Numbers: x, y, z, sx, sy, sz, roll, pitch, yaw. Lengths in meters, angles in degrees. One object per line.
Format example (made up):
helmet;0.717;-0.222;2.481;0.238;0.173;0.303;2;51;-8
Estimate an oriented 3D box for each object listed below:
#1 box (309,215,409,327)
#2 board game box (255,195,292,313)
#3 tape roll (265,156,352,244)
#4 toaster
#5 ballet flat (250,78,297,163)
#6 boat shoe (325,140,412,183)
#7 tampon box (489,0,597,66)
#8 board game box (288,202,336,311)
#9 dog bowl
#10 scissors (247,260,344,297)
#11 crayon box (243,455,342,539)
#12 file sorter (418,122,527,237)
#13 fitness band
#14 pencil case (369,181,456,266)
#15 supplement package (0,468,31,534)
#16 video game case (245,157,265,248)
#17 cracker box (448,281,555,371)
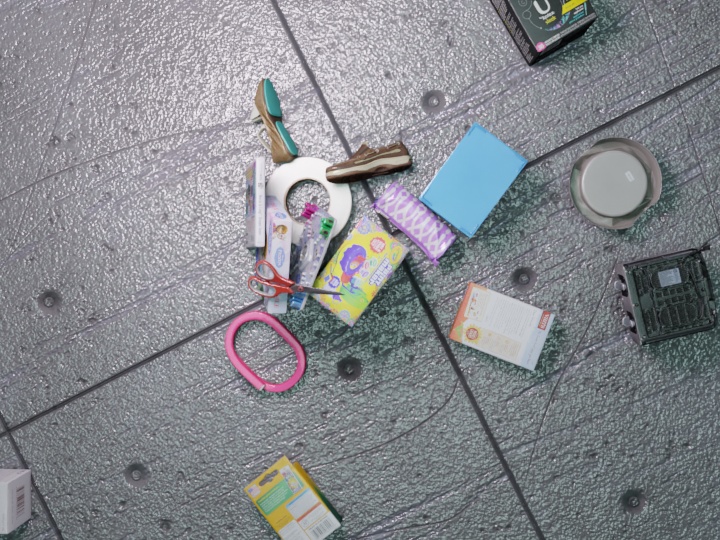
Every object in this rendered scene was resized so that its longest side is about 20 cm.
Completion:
box;0.000;0.000;1.689;0.122;0.193;0.200;37;92;1
board game box;-0.187;-0.038;1.669;0.041;0.200;0.201;0;109;-16
tape roll;-0.118;-0.155;1.770;0.202;0.037;0.204;0;92;2
toaster;0.660;0.049;1.697;0.199;0.119;0.182;-14;91;3
ballet flat;-0.204;-0.328;1.758;0.072;0.068;0.201;-24;83;23
boat shoe;0.011;-0.243;1.734;0.201;0.075;0.075;-13;82;-22
tampon box;0.385;-0.575;1.696;0.149;0.126;0.201;-31;89;2
board game box;-0.119;-0.035;1.657;0.026;0.200;0.201;19;99;-20
dog bowl;0.552;-0.189;1.729;0.199;0.059;0.201;0;91;2
scissors;-0.130;0.040;1.569;0.199;0.014;0.073;21;109;8
crayon box;-0.151;0.526;1.773;0.126;0.052;0.200;-39;90;2
file sorter;0.239;-0.190;1.711;0.139;0.123;0.200;37;92;2
fitness band;-0.215;0.184;1.779;0.200;0.037;0.144;44;92;0
pencil case;0.118;-0.107;1.735;0.200;0.084;0.086;40;59;3
supplement package;-0.862;0.516;1.772;0.199;0.117;0.118;0;91;3
video game case;-0.227;-0.140;1.695;0.024;0.200;0.183;0;91;-14
cracker box;0.311;0.122;1.744;0.199;0.058;0.135;22;92;3
